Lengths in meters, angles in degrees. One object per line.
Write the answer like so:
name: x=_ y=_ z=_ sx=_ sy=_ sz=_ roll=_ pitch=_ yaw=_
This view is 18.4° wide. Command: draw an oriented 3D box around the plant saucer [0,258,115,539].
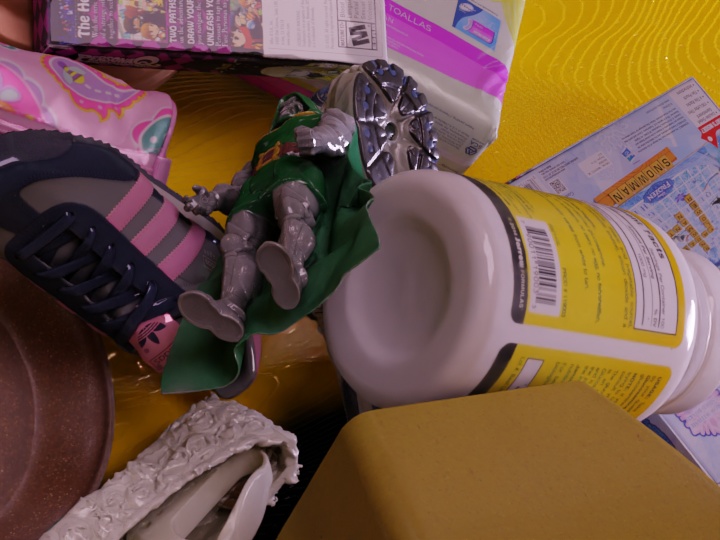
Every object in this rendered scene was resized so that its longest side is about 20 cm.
plant saucer: x=-0.204 y=0.048 z=0.975 sx=0.200 sy=0.037 sz=0.201 roll=19 pitch=54 yaw=-28

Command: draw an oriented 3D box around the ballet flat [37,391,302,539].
ballet flat: x=-0.092 y=0.122 z=0.971 sx=0.072 sy=0.072 sz=0.200 roll=42 pitch=48 yaw=1

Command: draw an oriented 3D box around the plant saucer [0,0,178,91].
plant saucer: x=-0.155 y=-0.180 z=1.128 sx=0.199 sy=0.037 sz=0.201 roll=5 pitch=77 yaw=-22

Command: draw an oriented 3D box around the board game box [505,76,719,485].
board game box: x=0.182 y=0.009 z=1.237 sx=0.200 sy=0.041 sz=0.200 roll=-29 pitch=76 yaw=-39

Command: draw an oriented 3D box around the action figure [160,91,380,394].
action figure: x=-0.037 y=-0.031 z=1.005 sx=0.055 sy=0.118 sz=0.200 roll=54 pitch=19 yaw=-19

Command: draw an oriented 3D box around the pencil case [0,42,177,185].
pencil case: x=-0.189 y=-0.072 z=1.046 sx=0.199 sy=0.087 sz=0.088 roll=18 pitch=51 yaw=-23

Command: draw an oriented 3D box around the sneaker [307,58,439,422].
sneaker: x=0.000 y=0.000 z=1.121 sx=0.077 sy=0.085 sz=0.201 roll=4 pitch=78 yaw=-45

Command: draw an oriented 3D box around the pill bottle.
pill bottle: x=0.087 y=0.020 z=1.063 sx=0.200 sy=0.112 sz=0.113 roll=10 pitch=53 yaw=-43

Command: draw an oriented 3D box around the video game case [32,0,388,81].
video game case: x=-0.077 y=-0.198 z=1.124 sx=0.181 sy=0.036 sz=0.201 roll=1 pitch=78 yaw=-23

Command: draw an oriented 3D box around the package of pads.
package of pads: x=0.013 y=-0.162 z=1.241 sx=0.154 sy=0.068 sz=0.201 roll=27 pitch=49 yaw=-14

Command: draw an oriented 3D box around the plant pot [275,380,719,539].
plant pot: x=0.062 y=0.163 z=0.972 sx=0.199 sy=0.200 sz=0.177 roll=-6 pitch=51 yaw=-33

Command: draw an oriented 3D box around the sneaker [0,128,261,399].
sneaker: x=-0.106 y=0.000 z=0.999 sx=0.200 sy=0.070 sz=0.082 roll=26 pitch=33 yaw=-53
